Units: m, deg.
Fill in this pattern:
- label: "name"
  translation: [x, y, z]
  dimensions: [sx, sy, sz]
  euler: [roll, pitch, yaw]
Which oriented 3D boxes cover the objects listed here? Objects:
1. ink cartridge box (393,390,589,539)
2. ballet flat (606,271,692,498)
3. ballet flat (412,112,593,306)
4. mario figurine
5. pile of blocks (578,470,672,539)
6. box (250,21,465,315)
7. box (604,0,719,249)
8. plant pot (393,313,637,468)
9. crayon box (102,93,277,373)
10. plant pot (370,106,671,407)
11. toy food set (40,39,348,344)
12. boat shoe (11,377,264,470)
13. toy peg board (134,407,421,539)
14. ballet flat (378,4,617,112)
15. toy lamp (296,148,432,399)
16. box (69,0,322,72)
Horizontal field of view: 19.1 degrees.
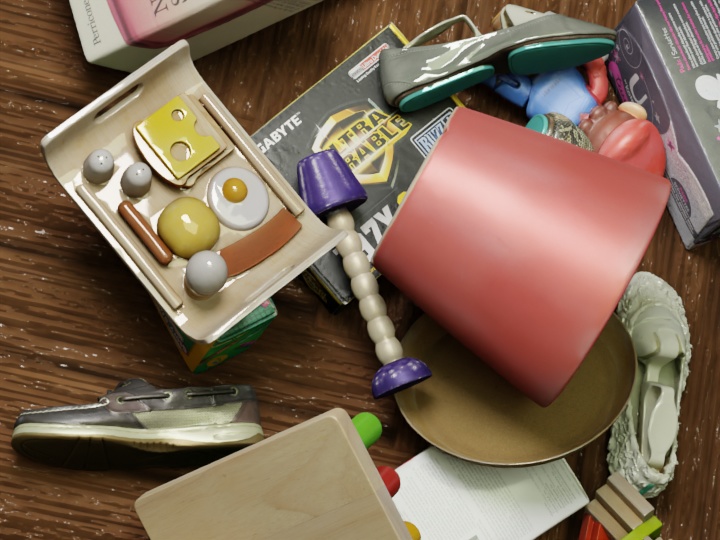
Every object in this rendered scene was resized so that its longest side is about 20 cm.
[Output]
- label: "ink cartridge box"
  translation: [0.074, 0.196, 1.729]
  dimensions: [0.200, 0.050, 0.109]
  euler: [-31, 84, -18]
- label: "ballet flat"
  translation: [0.249, 0.094, 1.789]
  dimensions: [0.071, 0.072, 0.201]
  euler: [8, 73, -11]
- label: "ballet flat"
  translation: [0.125, -0.036, 1.770]
  dimensions: [0.075, 0.068, 0.200]
  euler: [33, 99, -23]
- label: "mario figurine"
  translation: [0.177, -0.130, 1.835]
  dimensions: [0.200, 0.124, 0.106]
  euler: [44, 33, 10]
- label: "pile of blocks"
  translation: [0.240, 0.264, 1.733]
  dimensions: [0.062, 0.082, 0.200]
  euler: [-34, 86, -19]
- label: "box"
  translation: [0.001, -0.085, 1.787]
  dimensions: [0.200, 0.049, 0.160]
  euler: [-40, 89, -19]
- label: "box"
  translation: [0.302, -0.138, 1.827]
  dimensions: [0.114, 0.132, 0.201]
  euler: [-20, 81, -14]
- label: "plant pot"
  translation: [0.125, 0.087, 1.735]
  dimensions: [0.199, 0.028, 0.201]
  euler: [-5, 46, 5]
- label: "crayon box"
  translation: [-0.146, -0.027, 1.699]
  dimensions: [0.058, 0.119, 0.201]
  euler: [-27, 83, -19]
- label: "plant pot"
  translation: [0.117, -0.024, 1.651]
  dimensions: [0.177, 0.200, 0.201]
  euler: [29, 71, 2]
- label: "toy food set"
  translation: [-0.125, -0.061, 1.618]
  dimensions: [0.143, 0.060, 0.200]
  euler: [-39, 87, -20]
- label: "boat shoe"
  translation: [-0.176, 0.119, 1.686]
  dimensions: [0.199, 0.073, 0.065]
  euler: [3, 64, -16]
- label: "toy peg board"
  translation: [-0.034, 0.215, 1.642]
  dimensions: [0.200, 0.200, 0.098]
  euler: [62, 29, -4]
- label: "ballet flat"
  translation: [0.111, -0.188, 1.763]
  dimensions: [0.199, 0.067, 0.064]
  euler: [-16, 74, 0]
- label: "toy lamp"
  translation: [0.000, 0.000, 1.710]
  dimensions: [0.058, 0.058, 0.201]
  euler: [-20, 83, -17]
- label: "box"
  translation: [-0.130, -0.254, 1.714]
  dimensions: [0.199, 0.109, 0.128]
  euler: [-22, 79, 25]
